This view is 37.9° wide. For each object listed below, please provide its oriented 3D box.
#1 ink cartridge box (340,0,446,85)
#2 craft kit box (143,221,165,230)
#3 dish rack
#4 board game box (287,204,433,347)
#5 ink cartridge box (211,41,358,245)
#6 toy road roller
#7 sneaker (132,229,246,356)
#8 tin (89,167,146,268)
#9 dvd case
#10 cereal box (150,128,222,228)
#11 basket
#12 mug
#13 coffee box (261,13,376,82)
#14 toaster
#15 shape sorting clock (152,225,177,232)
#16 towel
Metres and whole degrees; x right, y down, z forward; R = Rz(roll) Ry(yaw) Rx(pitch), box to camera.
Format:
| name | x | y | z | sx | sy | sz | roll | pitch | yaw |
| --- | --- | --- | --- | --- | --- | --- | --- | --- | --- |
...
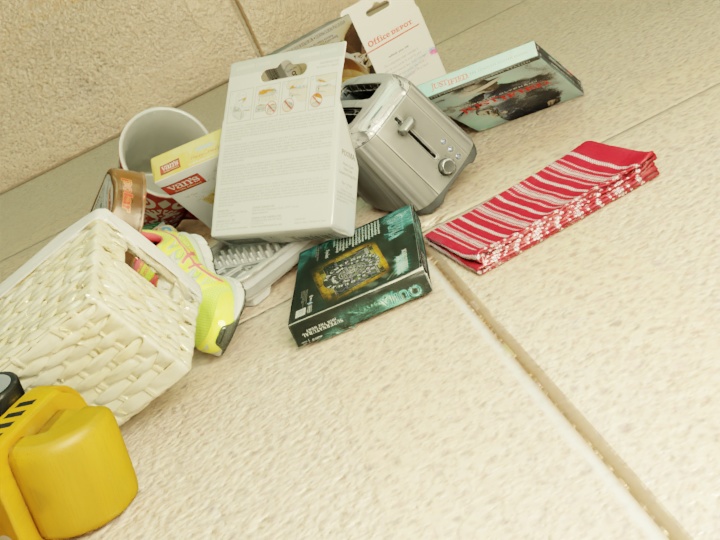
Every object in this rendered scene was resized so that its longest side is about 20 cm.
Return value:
| name | x | y | z | sx | sy | sz | roll | pitch | yaw |
| --- | --- | --- | --- | --- | --- | --- | --- | --- | --- |
| ink cartridge box | 0.043 | -0.285 | 1.449 | 0.116 | 0.201 | 0.067 | -32 | 20 | -19 |
| craft kit box | -0.396 | 0.006 | 1.502 | 0.199 | 0.049 | 0.198 | -9 | 28 | 42 |
| dish rack | -0.115 | -0.015 | 1.188 | 0.171 | 0.044 | 0.200 | -6 | 27 | 47 |
| board game box | 0.000 | 0.000 | 1.019 | 0.134 | 0.028 | 0.200 | -23 | 18 | 8 |
| ink cartridge box | -0.077 | -0.131 | 1.115 | 0.159 | 0.202 | 0.047 | -3 | -15 | 33 |
| toy road roller | -0.262 | 0.166 | 0.789 | 0.145 | 0.124 | 0.200 | -5 | 25 | 22 |
| sneaker | -0.182 | 0.018 | 1.043 | 0.079 | 0.090 | 0.200 | -62 | 37 | 12 |
| tin | -0.264 | -0.026 | 1.091 | 0.042 | 0.113 | 0.200 | 7 | -32 | -24 |
| dvd case | 0.166 | -0.209 | 1.219 | 0.145 | 0.022 | 0.200 | -17 | -12 | 24 |
| cereal box | -0.141 | -0.104 | 1.267 | 0.143 | 0.200 | 0.040 | -21 | 64 | 14 |
| basket | -0.253 | 0.069 | 0.930 | 0.199 | 0.135 | 0.124 | -35 | 36 | 18 |
| mug | -0.278 | -0.115 | 1.511 | 0.133 | 0.178 | 0.200 | -40 | -2 | -26 |
| coffee box | -0.028 | -0.205 | 1.332 | 0.113 | 0.201 | 0.080 | -32 | 16 | -17 |
| toaster | 0.027 | -0.144 | 1.174 | 0.114 | 0.129 | 0.200 | -51 | 25 | -10 |
| shape sorting clock | -0.275 | 0.030 | 1.197 | 0.200 | 0.039 | 0.201 | -40 | 23 | 21 |
| towel | 0.167 | -0.065 | 0.988 | 0.199 | 0.023 | 0.145 | -29 | 18 | -8 |
